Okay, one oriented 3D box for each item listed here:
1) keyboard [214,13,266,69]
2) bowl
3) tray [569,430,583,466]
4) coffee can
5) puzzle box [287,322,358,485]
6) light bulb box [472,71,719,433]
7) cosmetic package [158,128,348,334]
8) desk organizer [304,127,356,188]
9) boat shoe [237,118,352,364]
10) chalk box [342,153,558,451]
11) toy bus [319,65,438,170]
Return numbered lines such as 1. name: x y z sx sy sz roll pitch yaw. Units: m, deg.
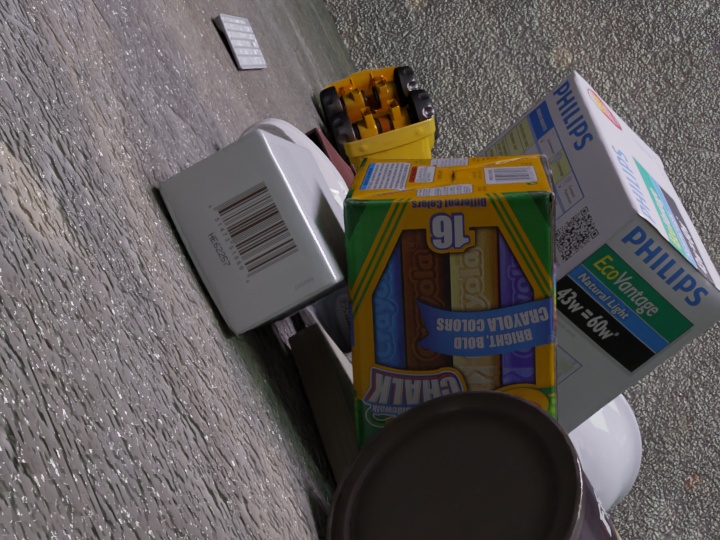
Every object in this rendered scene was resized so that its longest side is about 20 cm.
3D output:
1. keyboard: -0.119 -0.232 1.488 0.057 0.011 0.200 62 7 -6
2. bowl: 0.161 0.182 1.380 0.202 0.200 0.090 61 30 -16
3. tray: 0.173 0.204 1.259 0.107 0.022 0.202 2 -74 66
4. coffee can: 0.086 0.185 0.837 0.200 0.146 0.147 57 8 -43
5. puzzle box: 0.016 0.138 1.002 0.200 0.025 0.134 55 10 -51
6. light bulb box: 0.144 -0.004 1.102 0.125 0.200 0.199 37 24 -31
7. cosmetic package: -0.053 -0.023 0.911 0.102 0.074 0.200 63 5 3
8. desk organizer: -0.016 -0.006 1.140 0.077 0.071 0.201 47 16 -58
9. boat shoe: -0.036 -0.025 1.045 0.201 0.071 0.069 61 12 12
10. chalk box: 0.058 0.038 0.904 0.125 0.123 0.202 -72 161 -75
11. toy bus: 0.037 -0.157 1.957 0.200 0.135 0.193 -112 -175 -58
